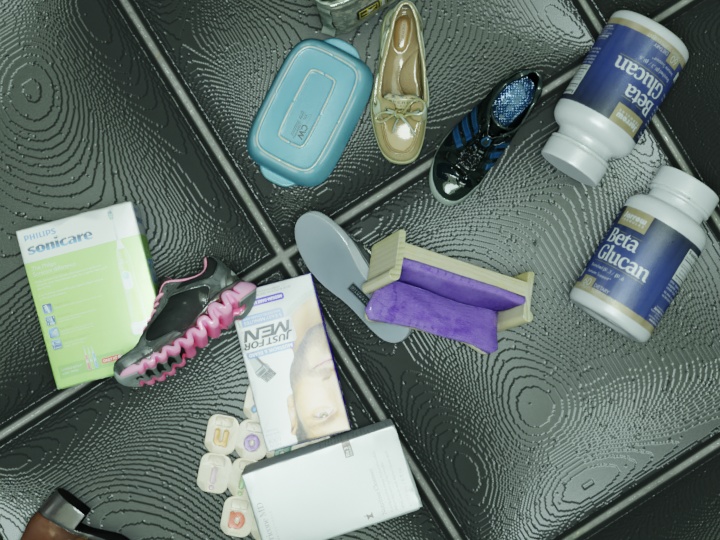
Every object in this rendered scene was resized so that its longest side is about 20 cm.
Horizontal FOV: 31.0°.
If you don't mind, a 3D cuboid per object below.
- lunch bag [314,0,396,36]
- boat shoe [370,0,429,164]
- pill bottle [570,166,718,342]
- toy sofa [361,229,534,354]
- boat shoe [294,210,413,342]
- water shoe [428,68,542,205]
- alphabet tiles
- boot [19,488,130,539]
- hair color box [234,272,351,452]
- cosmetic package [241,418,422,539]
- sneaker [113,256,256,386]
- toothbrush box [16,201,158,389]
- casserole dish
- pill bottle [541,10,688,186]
[{"bbox_3d":[0.006,-0.384,1.570,0.117,0.164,0.201,24,90,2],"label":"lunch bag"},{"bbox_3d":[0.049,-0.234,1.621,0.073,0.063,0.201,-2,90,-2],"label":"boat shoe"},{"bbox_3d":[0.354,-0.023,1.598,0.111,0.111,0.201,32,89,-1],"label":"pill bottle"},{"bbox_3d":[0.107,0.030,1.573,0.199,0.083,0.098,17,70,-21],"label":"toy sofa"},{"bbox_3d":[0.000,0.000,1.621,0.200,0.066,0.070,45,121,-2],"label":"boat shoe"},{"bbox_3d":[0.153,-0.172,1.616,0.071,0.079,0.200,35,89,-1],"label":"water shoe"},{"bbox_3d":[-0.102,0.245,1.640,0.199,0.015,0.197,10,87,-2],"label":"alphabet tiles"},{"bbox_3d":[-0.370,0.404,1.607,0.188,0.068,0.200,38,90,-2],"label":"boot"},{"bbox_3d":[-0.087,0.114,1.609,0.109,0.065,0.201,-15,86,-2],"label":"hair color box"},{"bbox_3d":[-0.037,0.266,1.594,0.199,0.081,0.113,-20,90,-3],"label":"cosmetic package"},{"bbox_3d":[-0.222,0.057,1.543,0.200,0.079,0.095,-38,76,-22],"label":"sneaker"},{"bbox_3d":[-0.323,0.030,1.599,0.145,0.086,0.201,-15,91,-4],"label":"toothbrush box"},{"bbox_3d":[-0.066,-0.201,1.625,0.121,0.039,0.201,27,91,5],"label":"casserole dish"},{"bbox_3d":[0.310,-0.209,1.605,0.111,0.111,0.201,32,89,-1],"label":"pill bottle"}]
